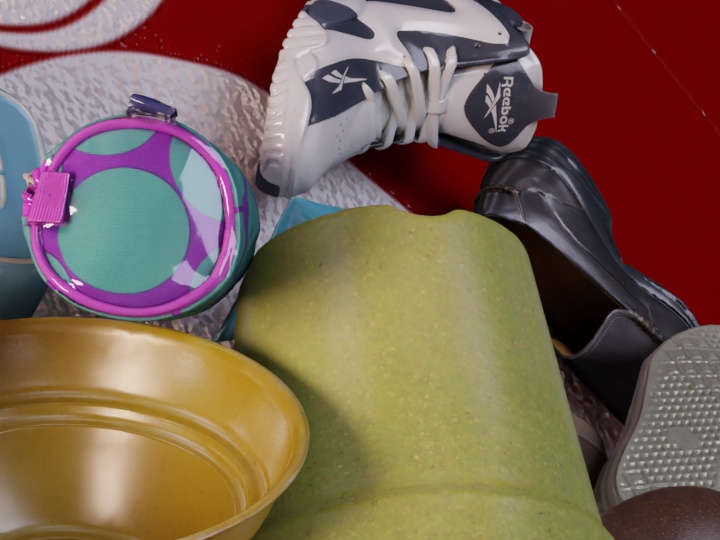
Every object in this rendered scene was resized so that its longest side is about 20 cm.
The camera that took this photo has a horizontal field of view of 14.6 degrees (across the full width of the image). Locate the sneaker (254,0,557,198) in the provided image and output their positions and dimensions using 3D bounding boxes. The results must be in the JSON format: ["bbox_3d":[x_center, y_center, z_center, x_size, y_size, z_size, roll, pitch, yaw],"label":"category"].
[{"bbox_3d":[0.030,-0.088,1.403,0.129,0.080,0.199,17,30,8],"label":"sneaker"}]

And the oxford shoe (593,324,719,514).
[{"bbox_3d":[0.160,0.089,1.395,0.075,0.058,0.200,27,36,9],"label":"oxford shoe"}]

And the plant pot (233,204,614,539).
[{"bbox_3d":[0.017,0.080,1.198,0.200,0.200,0.185,19,54,-39],"label":"plant pot"}]

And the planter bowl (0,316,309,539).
[{"bbox_3d":[-0.120,0.098,1.103,0.200,0.200,0.084,-35,133,-53],"label":"planter bowl"}]

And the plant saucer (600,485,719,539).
[{"bbox_3d":[0.143,0.201,1.299,0.200,0.037,0.202,-9,106,-35],"label":"plant saucer"}]

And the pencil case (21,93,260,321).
[{"bbox_3d":[-0.089,-0.021,1.180,0.092,0.085,0.200,24,-1,0],"label":"pencil case"}]

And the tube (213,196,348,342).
[{"bbox_3d":[0.000,0.000,1.337,0.050,0.078,0.200,32,15,27],"label":"tube"}]

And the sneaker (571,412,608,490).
[{"bbox_3d":[0.049,0.087,1.345,0.199,0.070,0.076,25,49,-34],"label":"sneaker"}]

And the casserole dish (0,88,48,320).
[{"bbox_3d":[-0.200,-0.043,1.189,0.199,0.039,0.122,15,54,-43],"label":"casserole dish"}]

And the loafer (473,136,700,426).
[{"bbox_3d":[0.120,0.029,1.460,0.200,0.073,0.072,52,36,-8],"label":"loafer"}]
